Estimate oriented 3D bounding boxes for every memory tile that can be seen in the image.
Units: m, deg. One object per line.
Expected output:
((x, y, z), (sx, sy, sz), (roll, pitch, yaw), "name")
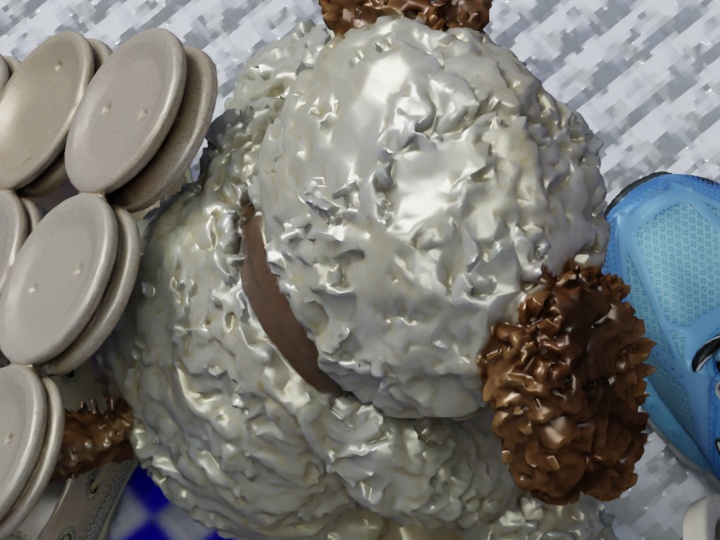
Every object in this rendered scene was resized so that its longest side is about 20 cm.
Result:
((-0.119, 0.003, 0.802), (0.200, 0.017, 0.154), (1, 67, 55), "memory tile")

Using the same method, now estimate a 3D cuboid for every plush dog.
((0.000, 0.000, 0.750), (0.160, 0.172, 0.201), (-9, 66, -37), "plush dog")

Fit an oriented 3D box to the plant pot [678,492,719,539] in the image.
((0.048, 0.185, 0.719), (0.183, 0.200, 0.201), (-24, 72, 12), "plant pot")

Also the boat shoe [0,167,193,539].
((-0.097, 0.037, 0.830), (0.072, 0.065, 0.201), (13, 76, 11), "boat shoe")

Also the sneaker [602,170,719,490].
((0.138, 0.047, 0.784), (0.078, 0.090, 0.200), (-36, 72, -4), "sneaker")
